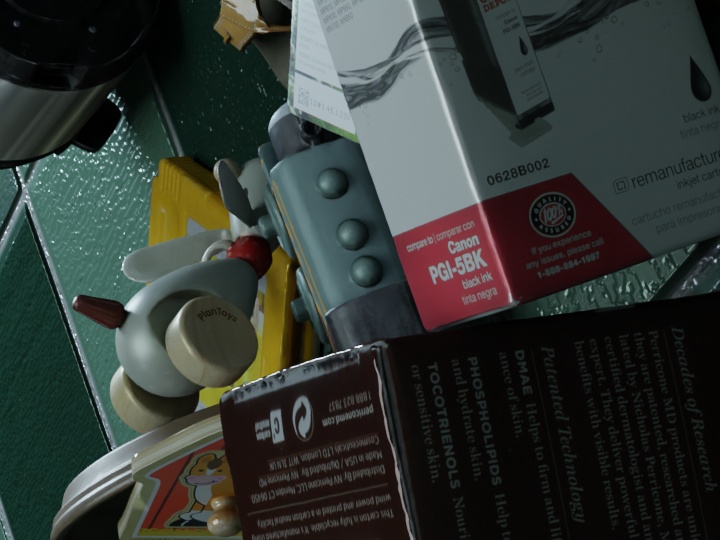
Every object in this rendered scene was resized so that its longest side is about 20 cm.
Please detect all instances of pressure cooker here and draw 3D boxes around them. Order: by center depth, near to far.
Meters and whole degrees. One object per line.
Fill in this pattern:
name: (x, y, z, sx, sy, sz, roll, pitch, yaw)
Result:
pressure cooker: (-0.247, -0.167, 1.573, 0.200, 0.178, 0.176, -41, 64, 55)

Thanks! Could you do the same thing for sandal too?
sandal: (-0.067, -0.171, 1.383, 0.200, 0.054, 0.082, 56, 141, 38)

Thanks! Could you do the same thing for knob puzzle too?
knob puzzle: (-0.024, 0.115, 1.229, 0.220, 0.219, 0.031, 132, 139, -53)

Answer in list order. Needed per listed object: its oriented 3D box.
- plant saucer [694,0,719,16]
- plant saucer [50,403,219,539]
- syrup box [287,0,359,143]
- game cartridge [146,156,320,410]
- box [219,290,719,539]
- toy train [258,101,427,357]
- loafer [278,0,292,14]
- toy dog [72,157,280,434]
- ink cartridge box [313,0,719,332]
plant saucer: (0.148, -0.213, 1.027, 0.200, 0.032, 0.201, 24, 118, 57)
plant saucer: (-0.089, 0.115, 1.337, 0.200, 0.200, 0.030, -46, 62, 54)
syrup box: (0.020, -0.168, 1.139, 0.079, 0.081, 0.200, 28, 118, 54)
game cartridge: (-0.088, 0.036, 1.489, 0.200, 0.032, 0.177, 33, 124, 52)
box: (0.066, 0.112, 1.071, 0.166, 0.200, 0.165, -22, 78, 59)
toy train: (0.000, 0.000, 1.249, 0.114, 0.085, 0.200, 88, 163, -72)
loafer: (-0.067, -0.184, 1.250, 0.200, 0.071, 0.073, 44, 155, 28)
toy dog: (-0.103, 0.001, 1.311, 0.132, 0.096, 0.200, -49, 15, 23)
ink cartridge box: (0.073, -0.092, 1.019, 0.083, 0.147, 0.200, -21, 88, 62)
